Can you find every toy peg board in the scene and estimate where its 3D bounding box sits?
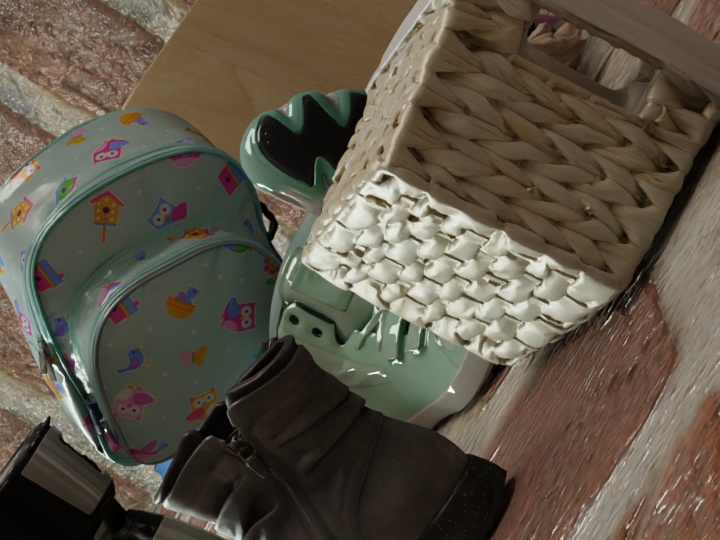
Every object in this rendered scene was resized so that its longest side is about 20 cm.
[{"bbox_3d":[-0.019,-0.127,1.648,0.199,0.200,0.098,-57,-27,-14],"label":"toy peg board"}]

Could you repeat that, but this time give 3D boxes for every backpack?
[{"bbox_3d":[-0.128,0.007,1.496,0.176,0.200,0.153,-30,28,-10],"label":"backpack"}]

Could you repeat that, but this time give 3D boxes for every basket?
[{"bbox_3d":[0.065,-0.046,1.097,0.123,0.136,0.200,-65,6,-16],"label":"basket"}]

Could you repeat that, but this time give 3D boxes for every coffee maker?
[{"bbox_3d":[-0.162,0.217,1.463,0.192,0.200,0.135,-62,4,-30],"label":"coffee maker"}]

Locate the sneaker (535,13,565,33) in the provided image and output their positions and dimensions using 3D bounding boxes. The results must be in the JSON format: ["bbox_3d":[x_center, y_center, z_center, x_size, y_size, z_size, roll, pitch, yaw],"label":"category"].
[{"bbox_3d":[0.092,-0.136,1.809,0.200,0.080,0.089,152,128,-62],"label":"sneaker"}]

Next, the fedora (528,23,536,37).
[{"bbox_3d":[0.055,-0.123,1.705,0.201,0.201,0.092,-60,-27,2],"label":"fedora"}]

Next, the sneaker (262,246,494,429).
[{"bbox_3d":[0.014,0.022,1.292,0.074,0.118,0.200,-61,5,-29],"label":"sneaker"}]

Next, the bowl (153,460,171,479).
[{"bbox_3d":[-0.235,0.213,3.454,0.201,0.039,0.201,-59,4,6],"label":"bowl"}]

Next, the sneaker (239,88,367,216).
[{"bbox_3d":[0.011,-0.034,1.335,0.140,0.200,0.078,131,137,-54],"label":"sneaker"}]

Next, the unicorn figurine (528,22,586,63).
[{"bbox_3d":[0.071,-0.077,1.556,0.137,0.074,0.200,-39,-28,-47],"label":"unicorn figurine"}]

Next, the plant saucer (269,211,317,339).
[{"bbox_3d":[0.000,0.000,1.456,0.201,0.039,0.201,-38,-38,-37],"label":"plant saucer"}]

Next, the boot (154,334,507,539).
[{"bbox_3d":[-0.036,0.127,1.068,0.200,0.132,0.070,-58,5,20],"label":"boot"}]

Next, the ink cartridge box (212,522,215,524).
[{"bbox_3d":[-0.028,0.077,1.662,0.146,0.085,0.200,-55,4,43],"label":"ink cartridge box"}]
